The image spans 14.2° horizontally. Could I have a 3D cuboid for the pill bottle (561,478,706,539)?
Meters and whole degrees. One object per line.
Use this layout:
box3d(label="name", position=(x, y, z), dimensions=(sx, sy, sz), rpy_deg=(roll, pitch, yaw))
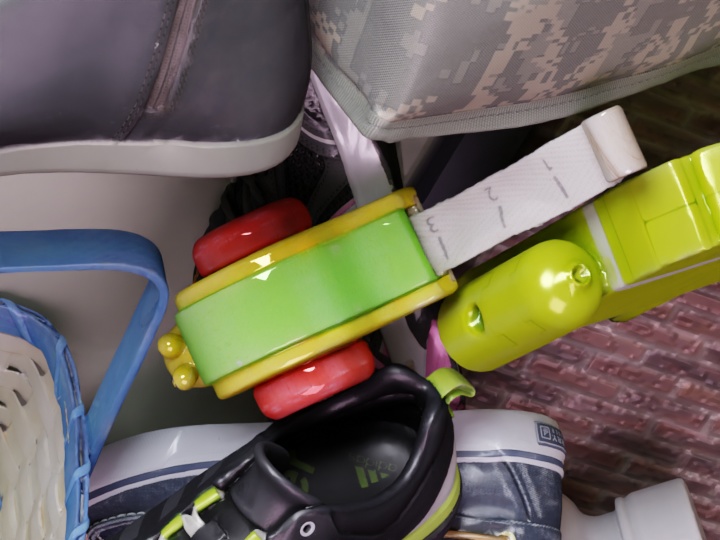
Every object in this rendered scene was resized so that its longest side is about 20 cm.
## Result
box3d(label="pill bottle", position=(0.045, 0.150, 1.136), dimensions=(0.200, 0.111, 0.111), rpy_deg=(-18, 128, 6))

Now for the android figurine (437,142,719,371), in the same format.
box3d(label="android figurine", position=(0.116, -0.012, 0.986), dimensions=(0.182, 0.041, 0.200), rpy_deg=(-16, 174, -33))

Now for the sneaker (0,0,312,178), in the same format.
box3d(label="sneaker", position=(-0.111, -0.086, 0.833), dimensions=(0.200, 0.075, 0.106), rpy_deg=(-3, 124, -16))

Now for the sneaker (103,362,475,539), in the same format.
box3d(label="sneaker", position=(-0.047, 0.088, 0.973), dimensions=(0.200, 0.072, 0.083), rpy_deg=(-32, 151, -26))

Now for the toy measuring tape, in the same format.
box3d(label="toy measuring tape", position=(0.000, 0.000, 0.932), dimensions=(0.074, 0.074, 0.200), rpy_deg=(36, 137, -30))

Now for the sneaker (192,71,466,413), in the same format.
box3d(label="sneaker", position=(-0.022, -0.011, 1.023), dimensions=(0.086, 0.080, 0.200), rpy_deg=(-14, 127, 4))

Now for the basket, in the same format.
box3d(label="basket", position=(-0.168, 0.055, 1.012), dimensions=(0.176, 0.139, 0.200), rpy_deg=(1, 136, -17))

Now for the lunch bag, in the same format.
box3d(label="lunch bag", position=(0.077, -0.142, 0.907), dimensions=(0.200, 0.118, 0.164), rpy_deg=(-8, 134, -38))

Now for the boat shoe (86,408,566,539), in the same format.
box3d(label="boat shoe", position=(-0.021, 0.106, 1.073), dimensions=(0.200, 0.091, 0.071), rpy_deg=(-7, 160, 20))
